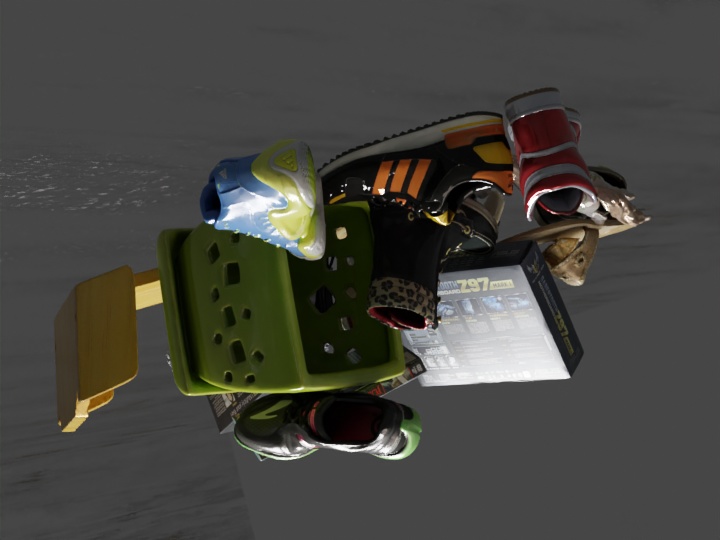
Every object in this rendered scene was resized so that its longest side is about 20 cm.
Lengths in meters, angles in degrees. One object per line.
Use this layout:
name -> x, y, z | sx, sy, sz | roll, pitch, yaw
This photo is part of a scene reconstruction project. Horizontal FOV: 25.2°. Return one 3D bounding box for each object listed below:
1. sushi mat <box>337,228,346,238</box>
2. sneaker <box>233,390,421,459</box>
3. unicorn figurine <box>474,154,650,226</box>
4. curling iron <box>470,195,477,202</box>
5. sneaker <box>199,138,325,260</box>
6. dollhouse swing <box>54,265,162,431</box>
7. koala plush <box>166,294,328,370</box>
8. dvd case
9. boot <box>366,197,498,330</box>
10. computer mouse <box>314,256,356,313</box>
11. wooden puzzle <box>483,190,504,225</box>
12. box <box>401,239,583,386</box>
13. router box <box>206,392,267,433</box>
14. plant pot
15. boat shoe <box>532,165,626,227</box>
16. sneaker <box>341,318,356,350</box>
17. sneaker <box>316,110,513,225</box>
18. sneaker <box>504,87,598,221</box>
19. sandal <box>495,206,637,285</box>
sushi mat -> 0.012, -0.058, 1.832 | 0.096, 0.012, 0.200 | -9, 170, -31
sneaker -> -0.039, 0.146, 1.602 | 0.200, 0.077, 0.084 | -4, 157, 24
unicorn figurine -> 0.198, -0.090, 1.706 | 0.200, 0.074, 0.137 | 1, 174, 34
curling iron -> 0.118, -0.039, 1.945 | 0.026, 0.050, 0.200 | 11, 150, -6
sneaker -> -0.088, -0.062, 1.444 | 0.105, 0.076, 0.200 | -5, 157, 1
dollhouse swing -> -0.250, 0.082, 1.835 | 0.176, 0.182, 0.200 | -1, 167, -19
koala plush -> -0.153, 0.096, 2.096 | 0.177, 0.184, 0.200 | -8, -179, -36
dvd case -> -0.036, 0.134, 1.737 | 0.200, 0.022, 0.146 | -29, -166, -9
boot -> 0.070, -0.007, 1.630 | 0.073, 0.154, 0.204 | -12, 156, 34
computer mouse -> 0.000, 0.000, 1.758 | 0.044, 0.110, 0.200 | 15, 160, -32
wooden puzzle -> 0.134, 0.007, 1.957 | 0.037, 0.185, 0.200 | 20, 173, 1
box -> 0.127, 0.050, 1.776 | 0.200, 0.158, 0.051 | -7, -147, 35
router box -> -0.129, 0.078, 1.869 | 0.052, 0.157, 0.200 | -9, 159, -35
plant pot -> -0.091, 0.030, 1.636 | 0.181, 0.200, 0.199 | -11, 175, 33
boat shoe -> 0.251, -0.088, 1.865 | 0.060, 0.072, 0.202 | -20, 177, 28
sneaker -> 0.034, 0.017, 1.875 | 0.085, 0.200, 0.077 | -24, 130, 39
sneaker -> 0.047, -0.079, 1.489 | 0.200, 0.090, 0.070 | -18, 171, 22
sneaker -> 0.182, -0.099, 1.517 | 0.071, 0.113, 0.200 | -16, 172, 13
sandal -> 0.242, -0.019, 1.789 | 0.212, 0.070, 0.078 | -14, 171, -38
